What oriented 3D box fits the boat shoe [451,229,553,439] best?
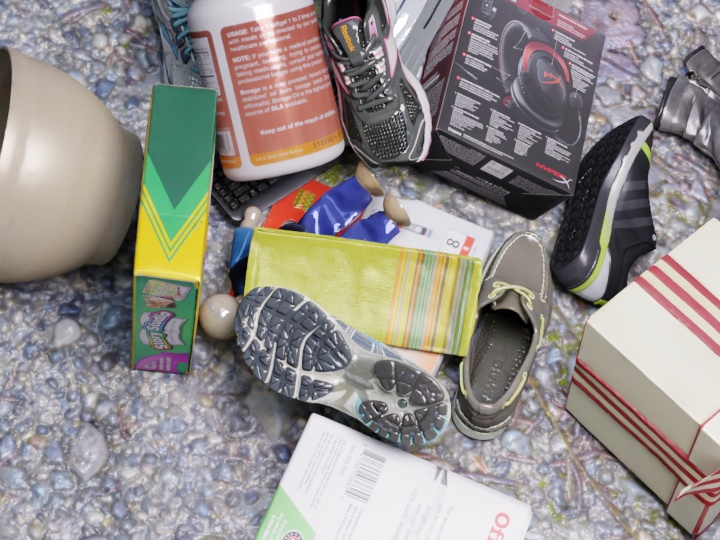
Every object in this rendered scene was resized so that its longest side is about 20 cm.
[{"bbox_3d":[0.130,0.048,1.462,0.072,0.060,0.202,16,65,4],"label":"boat shoe"}]

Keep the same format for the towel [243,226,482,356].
[{"bbox_3d":[0.001,0.017,1.417,0.199,0.018,0.086,8,87,-2],"label":"towel"}]

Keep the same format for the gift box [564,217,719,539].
[{"bbox_3d":[0.287,0.108,1.391,0.200,0.185,0.187,-40,66,-17],"label":"gift box"}]

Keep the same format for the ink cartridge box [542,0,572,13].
[{"bbox_3d":[0.135,-0.345,1.567,0.175,0.200,0.084,10,64,-2],"label":"ink cartridge box"}]

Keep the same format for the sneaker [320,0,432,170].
[{"bbox_3d":[-0.001,-0.182,1.436,0.080,0.086,0.201,-22,72,13],"label":"sneaker"}]

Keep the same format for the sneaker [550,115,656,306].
[{"bbox_3d":[0.236,-0.048,1.528,0.083,0.072,0.200,34,63,-19],"label":"sneaker"}]

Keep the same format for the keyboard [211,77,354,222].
[{"bbox_3d":[-0.072,-0.137,1.544,0.200,0.021,0.127,-35,66,-20],"label":"keyboard"}]

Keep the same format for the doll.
[{"bbox_3d":[-0.058,-0.010,1.453,0.200,0.048,0.137,-39,69,-6],"label":"doll"}]

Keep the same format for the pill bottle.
[{"bbox_3d":[-0.086,-0.187,1.446,0.112,0.112,0.201,-15,103,-12],"label":"pill bottle"}]

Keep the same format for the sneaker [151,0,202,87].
[{"bbox_3d":[-0.158,-0.223,1.537,0.077,0.086,0.200,-19,62,-8],"label":"sneaker"}]

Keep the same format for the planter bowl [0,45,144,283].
[{"bbox_3d":[-0.268,-0.078,1.424,0.134,0.200,0.201,14,62,-25],"label":"planter bowl"}]

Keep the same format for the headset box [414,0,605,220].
[{"bbox_3d":[0.136,-0.171,1.532,0.148,0.075,0.200,23,63,-19],"label":"headset box"}]

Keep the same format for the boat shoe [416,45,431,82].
[{"bbox_3d":[0.008,-0.257,1.587,0.073,0.067,0.200,-27,86,-3],"label":"boat shoe"}]

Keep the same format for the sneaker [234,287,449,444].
[{"bbox_3d":[-0.015,0.082,1.377,0.200,0.086,0.078,32,94,12],"label":"sneaker"}]

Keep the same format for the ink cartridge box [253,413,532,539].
[{"bbox_3d":[0.021,0.228,1.355,0.200,0.084,0.146,23,65,6],"label":"ink cartridge box"}]

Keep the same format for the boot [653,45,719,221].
[{"bbox_3d":[0.332,-0.114,1.562,0.131,0.070,0.200,24,54,9],"label":"boot"}]

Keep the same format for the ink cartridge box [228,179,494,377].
[{"bbox_3d":[0.000,0.000,1.478,0.200,0.050,0.162,24,65,3],"label":"ink cartridge box"}]

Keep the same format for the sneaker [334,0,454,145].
[{"bbox_3d":[0.019,-0.210,1.524,0.071,0.073,0.200,32,88,29],"label":"sneaker"}]

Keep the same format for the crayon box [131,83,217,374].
[{"bbox_3d":[-0.157,-0.030,1.392,0.058,0.200,0.173,4,65,-6],"label":"crayon box"}]
